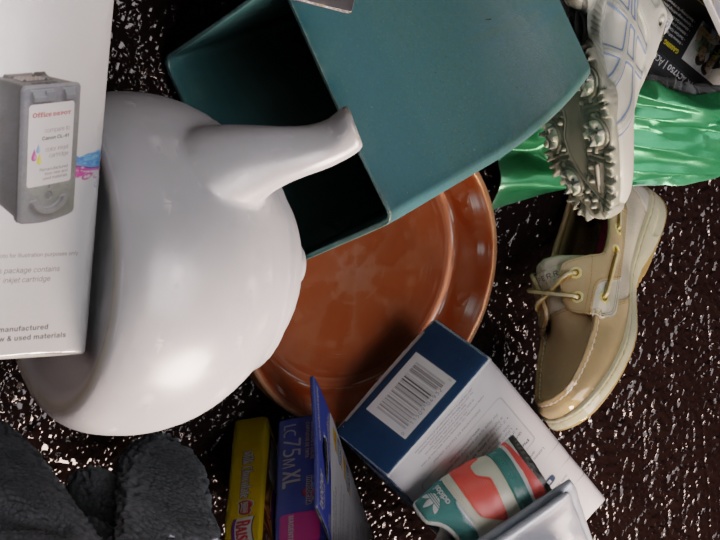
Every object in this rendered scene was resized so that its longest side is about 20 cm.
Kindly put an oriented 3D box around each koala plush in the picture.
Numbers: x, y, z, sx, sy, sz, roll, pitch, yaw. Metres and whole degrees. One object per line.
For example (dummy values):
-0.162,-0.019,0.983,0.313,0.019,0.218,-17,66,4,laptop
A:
-0.177,0.213,1.110,0.177,0.184,0.200,10,118,-27,koala plush

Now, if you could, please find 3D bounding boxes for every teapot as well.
-0.100,-0.001,1.076,0.146,0.200,0.198,1,98,-32,teapot

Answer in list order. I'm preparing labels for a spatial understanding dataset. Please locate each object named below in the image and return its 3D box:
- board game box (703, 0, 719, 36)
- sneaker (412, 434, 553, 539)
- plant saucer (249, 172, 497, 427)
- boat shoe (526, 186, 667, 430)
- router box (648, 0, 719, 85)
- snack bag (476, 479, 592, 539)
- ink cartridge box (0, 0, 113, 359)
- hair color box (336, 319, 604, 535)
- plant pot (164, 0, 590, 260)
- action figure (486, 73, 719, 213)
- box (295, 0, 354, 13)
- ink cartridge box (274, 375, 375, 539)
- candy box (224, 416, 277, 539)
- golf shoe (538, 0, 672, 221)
0.301,-0.203,1.331,0.200,0.026,0.200,-49,120,-35,board game box
0.079,0.197,1.263,0.093,0.070,0.200,-22,130,-12,sneaker
0.000,0.000,1.250,0.200,0.032,0.201,-11,111,-33,plant saucer
0.144,0.012,1.315,0.069,0.074,0.200,39,51,-24,boat shoe
0.198,-0.209,1.317,0.200,0.051,0.149,31,86,-38,router box
0.082,0.247,1.233,0.188,0.021,0.200,-33,130,-12,snack bag
-0.200,-0.068,1.008,0.086,0.148,0.200,-4,105,-36,ink cartridge box
0.076,0.129,1.300,0.100,0.061,0.200,-48,136,-7,hair color box
0.023,-0.110,1.146,0.200,0.141,0.141,-26,92,-35,plant pot
0.183,-0.094,1.303,0.200,0.055,0.118,1,124,-17,action figure
-0.057,-0.228,1.029,0.044,0.200,0.160,10,98,-38,box
-0.018,0.177,1.221,0.042,0.119,0.200,-10,128,6,ink cartridge box
-0.057,0.181,1.173,0.026,0.200,0.102,-10,117,5,candy box
0.160,-0.133,1.220,0.097,0.078,0.200,-10,99,-27,golf shoe
